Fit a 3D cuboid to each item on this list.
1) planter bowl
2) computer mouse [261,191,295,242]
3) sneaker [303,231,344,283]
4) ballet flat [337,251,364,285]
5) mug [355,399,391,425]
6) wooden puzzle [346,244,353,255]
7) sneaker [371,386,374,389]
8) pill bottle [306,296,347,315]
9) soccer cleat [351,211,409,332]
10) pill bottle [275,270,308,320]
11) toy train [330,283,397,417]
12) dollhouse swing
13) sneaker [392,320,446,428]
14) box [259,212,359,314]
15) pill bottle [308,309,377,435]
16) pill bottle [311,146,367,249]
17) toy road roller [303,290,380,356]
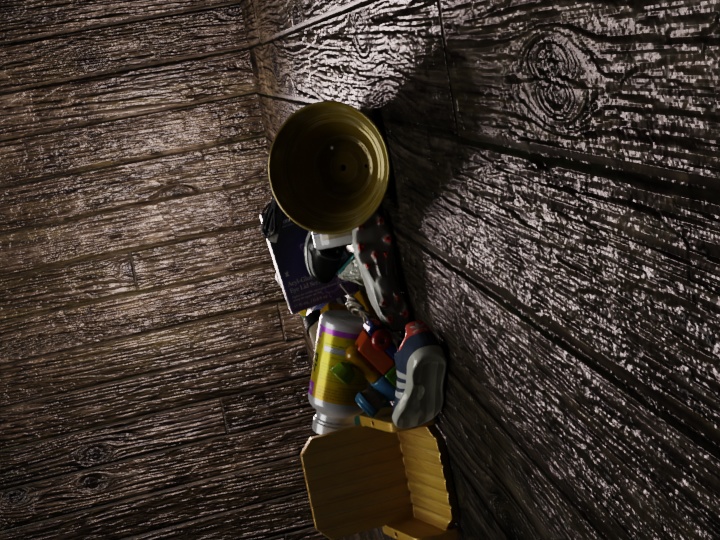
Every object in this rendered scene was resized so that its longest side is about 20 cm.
[{"bbox_3d":[-0.038,-0.159,1.421,0.083,0.198,0.203,-19,-82,-71],"label":"planter bowl"},{"bbox_3d":[-0.070,-0.103,1.607,0.053,0.198,0.140,15,93,62],"label":"computer mouse"},{"bbox_3d":[-0.053,-0.074,1.709,0.087,0.075,0.202,-165,86,-72],"label":"sneaker"},{"bbox_3d":[0.000,0.000,1.676,0.200,0.071,0.073,162,95,-83],"label":"ballet flat"},{"bbox_3d":[-0.007,0.306,1.833,0.185,0.150,0.116,-153,55,-79],"label":"mug"},{"bbox_3d":[-0.044,-0.129,1.856,0.185,0.037,0.202,-133,32,-74],"label":"wooden puzzle"},{"bbox_3d":[0.029,0.188,1.600,0.200,0.098,0.070,108,147,-74],"label":"sneaker"},{"bbox_3d":[-0.048,0.139,1.987,0.200,0.114,0.117,-119,19,-64],"label":"pill bottle"},{"bbox_3d":[0.028,0.002,1.469,0.078,0.069,0.202,142,112,-78],"label":"soccer cleat"},{"bbox_3d":[-0.103,0.060,2.114,0.201,0.112,0.113,58,-178,-28],"label":"pill bottle"},{"bbox_3d":[-0.004,0.129,1.435,0.200,0.116,0.085,46,178,-14],"label":"toy train"},{"bbox_3d":[0.026,0.338,1.438,0.181,0.174,0.202,-4,98,63],"label":"dollhouse swing"},{"bbox_3d":[0.080,0.151,1.332,0.201,0.074,0.085,102,154,-47],"label":"sneaker"},{"bbox_3d":[-0.104,-0.036,1.825,0.104,0.147,0.202,-138,29,-76],"label":"box"},{"bbox_3d":[-0.032,0.175,1.532,0.104,0.103,0.202,-139,57,-76],"label":"pill bottle"},{"bbox_3d":[-0.040,-0.144,1.531,0.120,0.118,0.202,-173,70,-81],"label":"pill bottle"},{"bbox_3d":[-0.003,0.133,1.782,0.200,0.146,0.123,37,-161,-37],"label":"toy road roller"}]
